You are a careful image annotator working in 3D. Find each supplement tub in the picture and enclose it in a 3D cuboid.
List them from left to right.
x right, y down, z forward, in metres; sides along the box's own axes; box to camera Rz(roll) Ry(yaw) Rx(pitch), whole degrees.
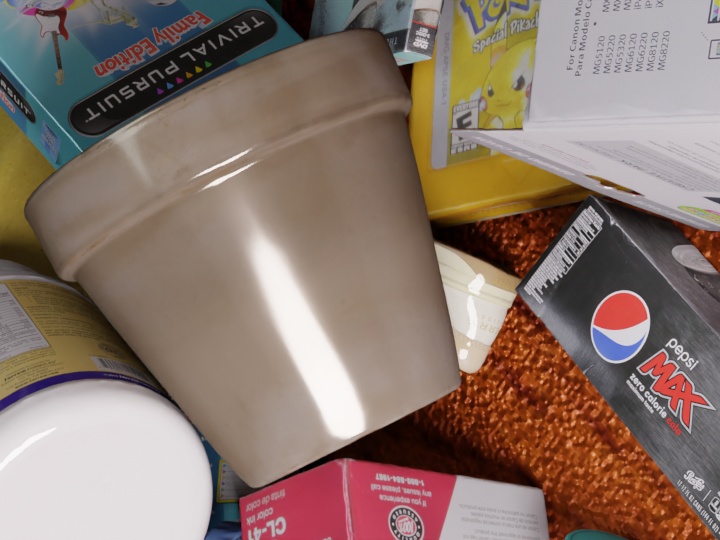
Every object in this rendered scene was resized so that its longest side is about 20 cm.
[{"bbox_3d":[-0.177,0.088,0.942,0.200,0.145,0.146,40,108,54],"label":"supplement tub"}]

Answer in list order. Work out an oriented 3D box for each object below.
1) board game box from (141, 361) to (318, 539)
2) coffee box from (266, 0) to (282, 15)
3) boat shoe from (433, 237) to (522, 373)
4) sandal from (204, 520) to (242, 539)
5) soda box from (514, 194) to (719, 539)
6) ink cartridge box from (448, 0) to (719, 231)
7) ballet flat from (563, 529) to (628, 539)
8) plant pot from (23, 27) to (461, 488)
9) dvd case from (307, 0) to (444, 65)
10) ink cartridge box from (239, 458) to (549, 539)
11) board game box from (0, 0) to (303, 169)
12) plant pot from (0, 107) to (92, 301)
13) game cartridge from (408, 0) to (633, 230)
[{"bbox_3d":[-0.097,0.149,1.026,0.150,0.047,0.201,-13,68,20],"label":"board game box"},{"bbox_3d":[-0.100,-0.205,1.120,0.123,0.044,0.201,14,109,46],"label":"coffee box"},{"bbox_3d":[0.000,0.000,0.987,0.199,0.072,0.065,23,94,41],"label":"boat shoe"},{"bbox_3d":[-0.051,0.202,0.916,0.087,0.079,0.200,-44,60,0],"label":"sandal"},{"bbox_3d":[0.158,0.053,0.807,0.063,0.071,0.200,-54,47,21],"label":"soda box"},{"bbox_3d":[0.165,-0.073,0.741,0.175,0.199,0.084,3,80,45],"label":"ink cartridge box"},{"bbox_3d":[0.154,0.182,0.788,0.200,0.069,0.070,24,96,45],"label":"ballet flat"},{"bbox_3d":[-0.040,0.005,0.876,0.200,0.200,0.174,-28,85,37],"label":"plant pot"},{"bbox_3d":[0.021,-0.214,1.028,0.146,0.022,0.201,4,83,65],"label":"dvd case"},{"bbox_3d":[0.026,0.201,0.847,0.085,0.147,0.201,-22,63,40],"label":"ink cartridge box"},{"bbox_3d":[-0.149,-0.146,1.025,0.200,0.151,0.047,47,152,19],"label":"board game box"},{"bbox_3d":[-0.229,-0.007,1.143,0.195,0.194,0.201,26,92,46],"label":"plant pot"},{"bbox_3d":[0.096,-0.132,0.952,0.176,0.032,0.201,-11,72,43],"label":"game cartridge"}]
